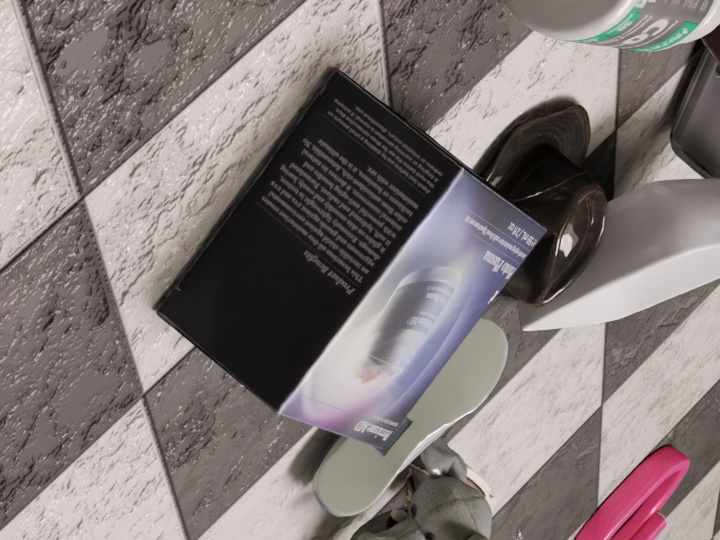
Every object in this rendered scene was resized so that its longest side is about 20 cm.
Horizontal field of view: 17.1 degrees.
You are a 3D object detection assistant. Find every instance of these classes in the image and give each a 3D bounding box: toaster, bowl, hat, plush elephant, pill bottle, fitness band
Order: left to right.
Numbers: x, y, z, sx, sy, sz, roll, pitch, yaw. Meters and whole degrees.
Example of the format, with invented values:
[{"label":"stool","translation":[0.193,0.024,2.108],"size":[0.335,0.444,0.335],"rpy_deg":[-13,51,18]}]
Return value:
[{"label":"plush elephant","translation":[0.054,0.233,1.953],"size":[0.200,0.165,0.155],"rpy_deg":[-24,140,-12]},{"label":"hat","translation":[0.140,-0.028,1.874],"size":[0.201,0.081,0.201],"rpy_deg":[-42,156,-23]},{"label":"pill bottle","translation":[0.182,-0.209,1.646],"size":[0.200,0.113,0.113],"rpy_deg":[-3,127,-60]},{"label":"fitness band","translation":[0.301,0.284,2.696],"size":[0.200,0.037,0.144],"rpy_deg":[-45,156,-19]},{"label":"bowl","translation":[0.236,-0.019,1.999],"size":[0.200,0.075,0.199],"rpy_deg":[-25,169,33]},{"label":"toaster","translation":[0.349,-0.148,2.053],"size":[0.200,0.114,0.129],"rpy_deg":[-28,149,-44]}]

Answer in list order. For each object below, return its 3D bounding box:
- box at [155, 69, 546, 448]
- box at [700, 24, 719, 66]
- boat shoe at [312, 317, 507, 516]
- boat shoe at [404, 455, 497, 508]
[{"label":"box","translation":[0.000,0.000,1.603],"size":[0.199,0.123,0.200],"rpy_deg":[-52,157,5]},{"label":"box","translation":[0.347,-0.247,1.765],"size":[0.200,0.164,0.166],"rpy_deg":[-41,166,32]},{"label":"boat shoe","translation":[0.033,0.112,1.913],"size":[0.201,0.070,0.072],"rpy_deg":[-45,-171,-8]},{"label":"boat shoe","translation":[0.072,0.195,2.094],"size":[0.060,0.072,0.200],"rpy_deg":[-51,162,-6]}]
